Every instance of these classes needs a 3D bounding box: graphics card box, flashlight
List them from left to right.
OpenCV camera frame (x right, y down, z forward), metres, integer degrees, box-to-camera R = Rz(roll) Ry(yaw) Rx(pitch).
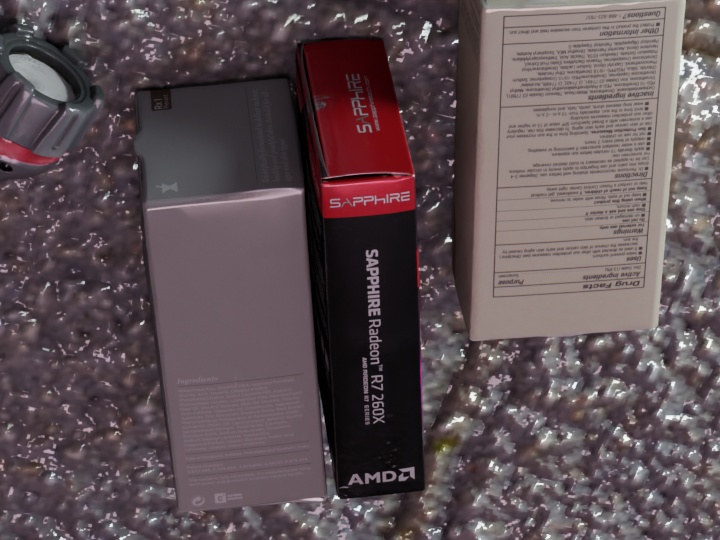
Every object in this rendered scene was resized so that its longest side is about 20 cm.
[{"bbox_3d":[-0.205,-0.028,1.361,0.068,0.068,0.200,24,118,-26],"label":"flashlight"},{"bbox_3d":[0.000,0.000,1.373,0.051,0.126,0.201,-5,126,-5],"label":"graphics card box"}]

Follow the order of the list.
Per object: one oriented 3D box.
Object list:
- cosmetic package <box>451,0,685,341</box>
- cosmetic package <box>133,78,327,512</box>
[{"bbox_3d":[0.101,-0.066,1.371,0.105,0.071,0.201,-3,126,-7],"label":"cosmetic package"},{"bbox_3d":[-0.066,0.013,1.387,0.090,0.107,0.201,-4,128,-5],"label":"cosmetic package"}]
